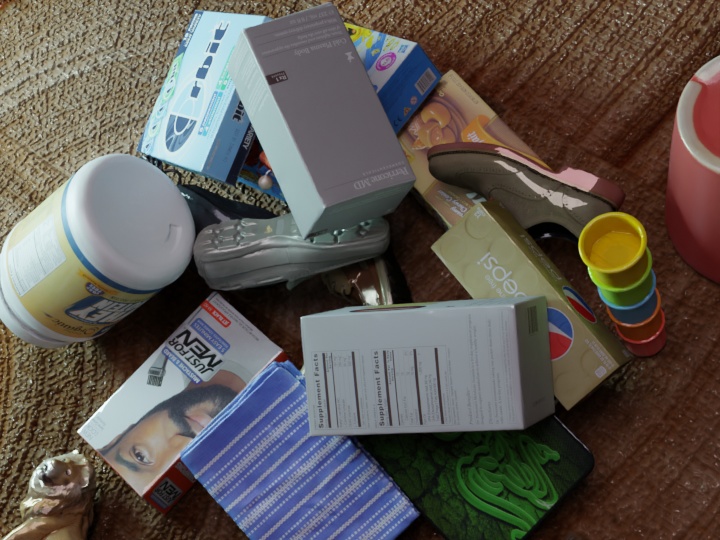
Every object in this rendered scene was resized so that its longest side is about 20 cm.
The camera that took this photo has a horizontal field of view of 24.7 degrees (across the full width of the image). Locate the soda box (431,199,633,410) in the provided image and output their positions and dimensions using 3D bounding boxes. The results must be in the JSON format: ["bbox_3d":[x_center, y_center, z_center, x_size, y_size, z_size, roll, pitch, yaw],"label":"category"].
[{"bbox_3d":[0.159,0.029,1.526,0.068,0.064,0.200,-43,79,19],"label":"soda box"}]

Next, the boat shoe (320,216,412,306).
[{"bbox_3d":[0.000,0.000,1.672,0.074,0.076,0.200,-24,50,10],"label":"boat shoe"}]

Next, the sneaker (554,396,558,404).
[{"bbox_3d":[0.094,0.100,1.574,0.199,0.087,0.074,2,64,18],"label":"sneaker"}]

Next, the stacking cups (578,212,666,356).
[{"bbox_3d":[0.249,0.018,1.501,0.060,0.200,0.061,-9,61,17],"label":"stacking cups"}]

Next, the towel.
[{"bbox_3d":[-0.059,0.200,1.545,0.145,0.024,0.200,-43,85,9],"label":"towel"}]

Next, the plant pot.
[{"bbox_3d":[0.375,-0.103,1.539,0.200,0.177,0.201,-7,62,14],"label":"plant pot"}]

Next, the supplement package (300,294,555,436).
[{"bbox_3d":[0.061,0.085,1.472,0.199,0.114,0.110,-4,92,21],"label":"supplement package"}]

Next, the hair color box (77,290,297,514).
[{"bbox_3d":[-0.172,0.132,1.658,0.111,0.064,0.200,38,81,29],"label":"hair color box"}]

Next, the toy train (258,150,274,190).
[{"bbox_3d":[-0.082,-0.175,1.689,0.150,0.056,0.200,-41,40,0],"label":"toy train"}]

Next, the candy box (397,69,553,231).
[{"bbox_3d":[0.113,-0.102,1.692,0.115,0.055,0.200,-38,59,-3],"label":"candy box"}]

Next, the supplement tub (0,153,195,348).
[{"bbox_3d":[-0.277,-0.014,1.679,0.200,0.144,0.145,-34,50,42],"label":"supplement tub"}]

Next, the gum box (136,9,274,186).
[{"bbox_3d":[-0.154,-0.185,1.725,0.200,0.044,0.170,22,89,62],"label":"gum box"}]

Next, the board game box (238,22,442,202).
[{"bbox_3d":[-0.046,-0.168,1.742,0.196,0.056,0.200,24,71,48],"label":"board game box"}]

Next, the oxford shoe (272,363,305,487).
[{"bbox_3d":[-0.056,0.123,1.601,0.075,0.070,0.200,24,87,48],"label":"oxford shoe"}]

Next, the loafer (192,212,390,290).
[{"bbox_3d":[-0.066,-0.018,1.637,0.199,0.070,0.070,-5,40,13],"label":"loafer"}]

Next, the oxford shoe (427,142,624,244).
[{"bbox_3d":[0.149,-0.071,1.586,0.200,0.070,0.075,16,80,25],"label":"oxford shoe"}]

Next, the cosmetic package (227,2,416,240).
[{"bbox_3d":[-0.039,-0.142,1.582,0.107,0.090,0.200,-21,73,-23],"label":"cosmetic package"}]

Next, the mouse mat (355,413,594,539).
[{"bbox_3d":[0.098,0.161,1.525,0.200,0.008,0.161,45,105,13],"label":"mouse mat"}]

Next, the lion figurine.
[{"bbox_3d":[-0.292,0.284,1.621,0.122,0.073,0.200,-23,72,-10],"label":"lion figurine"}]

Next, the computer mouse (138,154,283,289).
[{"bbox_3d":[-0.160,-0.030,1.713,0.199,0.139,0.053,17,27,15],"label":"computer mouse"}]
